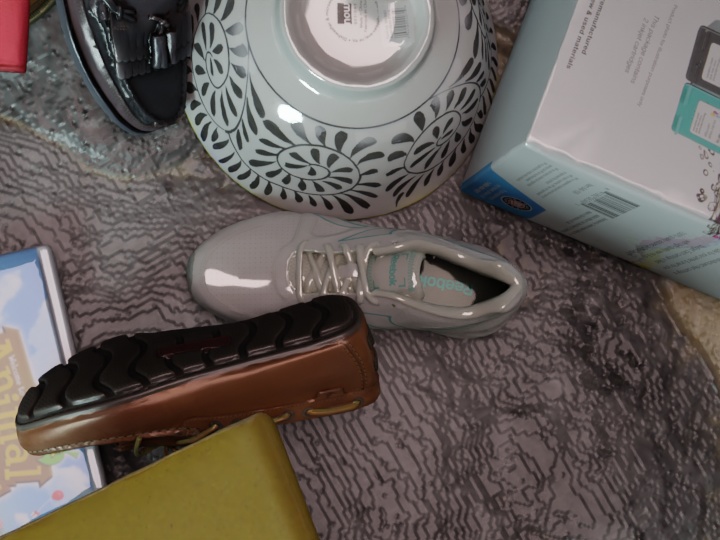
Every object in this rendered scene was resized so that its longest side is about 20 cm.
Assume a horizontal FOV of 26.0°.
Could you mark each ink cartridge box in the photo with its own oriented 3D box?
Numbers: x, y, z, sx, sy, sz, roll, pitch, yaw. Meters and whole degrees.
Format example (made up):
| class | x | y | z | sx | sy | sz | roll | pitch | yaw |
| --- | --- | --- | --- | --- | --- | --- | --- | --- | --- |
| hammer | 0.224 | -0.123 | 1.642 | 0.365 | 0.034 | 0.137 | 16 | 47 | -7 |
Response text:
| class | x | y | z | sx | sy | sz | roll | pitch | yaw |
| --- | --- | --- | --- | --- | --- | --- | --- | --- | --- |
| ink cartridge box | 0.186 | -0.084 | 0.888 | 0.199 | 0.147 | 0.147 | 23 | 80 | -7 |

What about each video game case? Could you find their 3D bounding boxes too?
| class | x | y | z | sx | sy | sz | roll | pitch | yaw |
| --- | --- | --- | --- | --- | --- | --- | --- | --- | --- |
| video game case | -0.240 | 0.103 | 0.873 | 0.181 | 0.022 | 0.202 | -14 | 85 | -9 |

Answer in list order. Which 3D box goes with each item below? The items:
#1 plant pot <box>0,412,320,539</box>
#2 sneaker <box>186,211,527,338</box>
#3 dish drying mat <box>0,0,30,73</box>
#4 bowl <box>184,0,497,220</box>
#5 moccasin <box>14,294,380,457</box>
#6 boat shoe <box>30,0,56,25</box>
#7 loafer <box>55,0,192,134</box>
| class | x | y | z | sx | sy | sz | roll | pitch | yaw |
| --- | --- | --- | --- | --- | --- | --- | --- | --- | --- |
| plant pot | -0.078 | 0.229 | 0.756 | 0.193 | 0.196 | 0.201 | -25 | 58 | -10 |
| sneaker | 0.000 | 0.000 | 0.890 | 0.198 | 0.080 | 0.071 | 3 | 84 | -6 |
| dish drying mat | -0.218 | -0.208 | 0.847 | 0.076 | 0.018 | 0.202 | 1 | 88 | -13 |
| bowl | -0.008 | -0.135 | 0.898 | 0.199 | 0.094 | 0.203 | 1 | 84 | -7 |
| moccasin | -0.088 | 0.070 | 0.853 | 0.200 | 0.074 | 0.078 | -15 | 118 | -7 |
| boat shoe | -0.229 | -0.160 | 0.883 | 0.200 | 0.068 | 0.072 | -44 | 90 | -10 |
| loafer | -0.131 | -0.172 | 0.865 | 0.072 | 0.063 | 0.202 | -31 | 115 | -44 |
